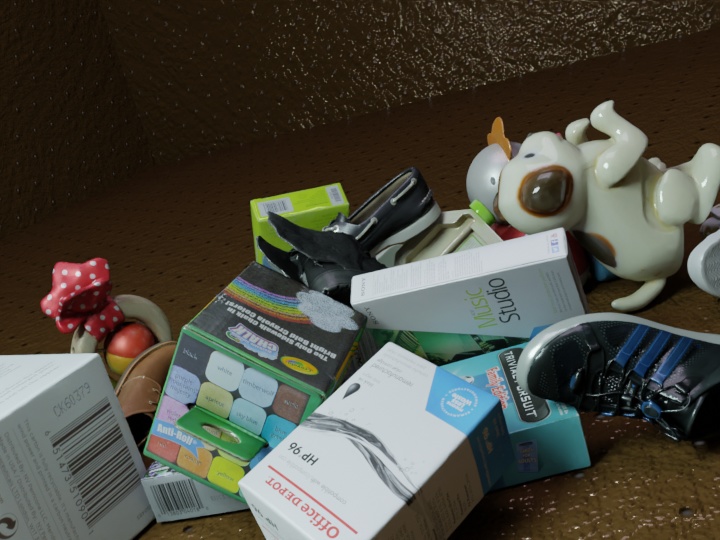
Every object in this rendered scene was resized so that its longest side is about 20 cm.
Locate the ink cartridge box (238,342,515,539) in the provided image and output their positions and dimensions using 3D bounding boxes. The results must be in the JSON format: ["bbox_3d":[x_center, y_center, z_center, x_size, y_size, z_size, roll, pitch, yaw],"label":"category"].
[{"bbox_3d":[0.000,0.153,0.593,0.115,0.069,0.199,22,52,43],"label":"ink cartridge box"}]

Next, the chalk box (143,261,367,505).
[{"bbox_3d":[-0.088,0.101,0.700,0.123,0.126,0.200,25,24,5],"label":"chalk box"}]

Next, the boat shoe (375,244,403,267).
[{"bbox_3d":[-0.010,0.037,1.098,0.199,0.071,0.071,-33,-2,-30],"label":"boat shoe"}]

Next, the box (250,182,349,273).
[{"bbox_3d":[-0.077,-0.014,1.129,0.119,0.203,0.048,-12,46,-13],"label":"box"}]

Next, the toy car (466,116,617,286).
[{"bbox_3d":[0.179,-0.073,0.990,0.181,0.204,0.177,-18,16,-3],"label":"toy car"}]

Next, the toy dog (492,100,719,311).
[{"bbox_3d":[0.233,-0.071,0.881,0.196,0.198,0.139,14,3,-14],"label":"toy dog"}]

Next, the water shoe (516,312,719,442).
[{"bbox_3d":[0.213,0.080,0.620,0.195,0.073,0.079,2,26,-3],"label":"water shoe"}]

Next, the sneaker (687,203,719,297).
[{"bbox_3d":[0.378,-0.023,0.870,0.196,0.075,0.115,-14,12,-25],"label":"sneaker"}]

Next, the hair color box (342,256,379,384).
[{"bbox_3d":[-0.013,0.063,0.937,0.059,0.101,0.200,-13,17,15],"label":"hair color box"}]

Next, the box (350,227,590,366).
[{"bbox_3d":[0.106,0.041,0.785,0.196,0.145,0.037,-12,47,21],"label":"box"}]

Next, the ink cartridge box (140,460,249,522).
[{"bbox_3d":[-0.120,0.157,0.833,0.107,0.051,0.200,-13,18,16],"label":"ink cartridge box"}]

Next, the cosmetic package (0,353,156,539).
[{"bbox_3d":[-0.318,0.183,0.754,0.197,0.168,0.165,-6,20,36],"label":"cosmetic package"}]

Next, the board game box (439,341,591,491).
[{"bbox_3d":[0.076,0.131,0.722,0.196,0.048,0.151,-17,17,5],"label":"board game box"}]

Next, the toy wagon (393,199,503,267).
[{"bbox_3d":[0.114,0.028,0.902,0.155,0.039,0.201,-45,55,8],"label":"toy wagon"}]

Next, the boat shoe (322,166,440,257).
[{"bbox_3d":[-0.007,-0.038,0.926,0.198,0.061,0.074,-32,21,-3],"label":"boat shoe"}]

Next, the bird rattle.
[{"bbox_3d":[-0.300,0.088,1.023,0.161,0.205,0.111,0,0,-44],"label":"bird rattle"}]

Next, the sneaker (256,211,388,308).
[{"bbox_3d":[-0.001,0.003,0.853,0.196,0.061,0.105,10,33,-33],"label":"sneaker"}]

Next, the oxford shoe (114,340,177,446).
[{"bbox_3d":[-0.240,0.152,0.956,0.070,0.072,0.201,-4,32,30],"label":"oxford shoe"}]
